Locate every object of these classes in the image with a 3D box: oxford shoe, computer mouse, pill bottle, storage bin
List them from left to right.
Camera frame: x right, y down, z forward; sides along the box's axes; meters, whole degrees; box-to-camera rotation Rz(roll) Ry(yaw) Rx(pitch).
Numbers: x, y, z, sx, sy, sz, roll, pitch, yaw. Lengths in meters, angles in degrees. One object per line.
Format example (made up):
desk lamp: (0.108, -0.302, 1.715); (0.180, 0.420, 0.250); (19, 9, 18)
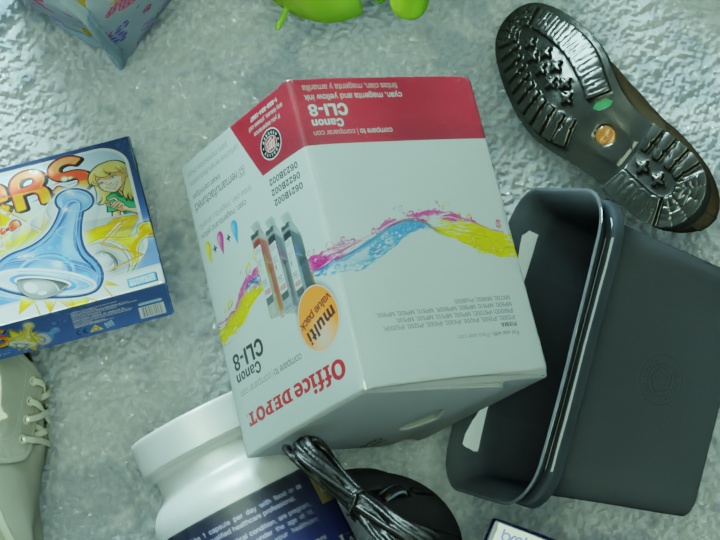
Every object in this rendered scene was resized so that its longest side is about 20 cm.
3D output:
oxford shoe: (-0.229, 0.098, 1.529); (0.057, 0.075, 0.201); (-14, 80, 4)
pill bottle: (-0.062, 0.181, 1.492); (0.115, 0.116, 0.201); (-27, 85, 0)
computer mouse: (0.041, 0.164, 1.438); (0.046, 0.200, 0.140); (-47, 57, -2)
storage bin: (0.153, 0.063, 1.496); (0.134, 0.145, 0.201); (18, 85, -24)
oxford shoe: (0.160, -0.094, 1.535); (0.073, 0.084, 0.200); (-43, 66, 13)

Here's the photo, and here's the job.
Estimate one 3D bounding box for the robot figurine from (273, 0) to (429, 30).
robot figurine: (0.006, -0.242, 1.526); (0.200, 0.116, 0.176); (-36, 62, 0)

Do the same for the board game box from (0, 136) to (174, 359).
board game box: (-0.231, -0.006, 1.514); (0.199, 0.035, 0.136); (-15, 50, -5)

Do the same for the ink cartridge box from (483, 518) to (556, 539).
ink cartridge box: (0.171, 0.212, 1.491); (0.199, 0.094, 0.044); (20, 86, 4)

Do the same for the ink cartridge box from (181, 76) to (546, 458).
ink cartridge box: (0.000, 0.000, 1.452); (0.144, 0.145, 0.201); (-4, 72, -36)

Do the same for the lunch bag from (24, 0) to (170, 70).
lunch bag: (-0.162, -0.242, 1.491); (0.127, 0.200, 0.170); (34, 88, 4)
